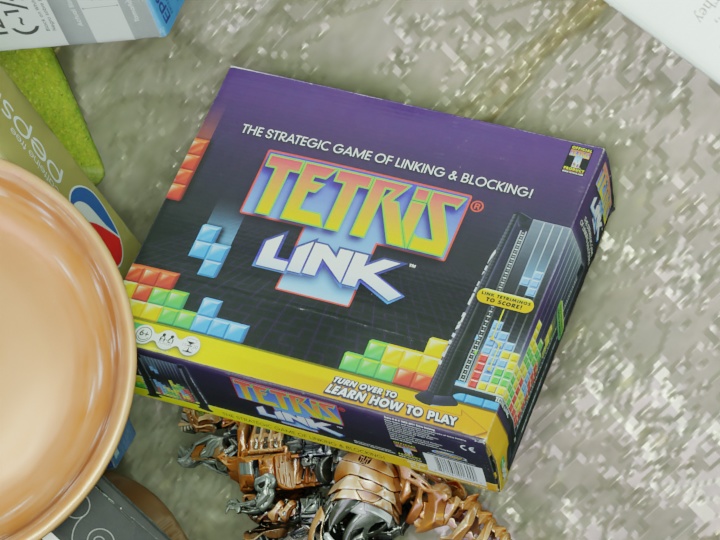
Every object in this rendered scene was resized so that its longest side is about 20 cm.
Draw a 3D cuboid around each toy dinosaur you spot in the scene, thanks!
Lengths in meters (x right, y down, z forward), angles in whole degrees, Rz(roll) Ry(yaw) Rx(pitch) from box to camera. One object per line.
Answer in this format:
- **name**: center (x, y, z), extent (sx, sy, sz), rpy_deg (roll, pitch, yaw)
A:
- **toy dinosaur**: center (-0.007, 0.127, 1.289), extent (0.200, 0.102, 0.136), rpy_deg (21, 98, 40)

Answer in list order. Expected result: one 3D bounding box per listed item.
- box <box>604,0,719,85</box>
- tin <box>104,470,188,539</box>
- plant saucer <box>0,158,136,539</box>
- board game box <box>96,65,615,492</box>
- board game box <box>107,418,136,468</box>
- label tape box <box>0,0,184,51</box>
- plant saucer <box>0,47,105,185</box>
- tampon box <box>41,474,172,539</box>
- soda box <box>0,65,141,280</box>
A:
- **box**: center (0.202, -0.186, 1.025), extent (0.131, 0.199, 0.200), rpy_deg (38, 117, 9)
- **tin**: center (-0.122, 0.202, 1.392), extent (0.112, 0.042, 0.200), rpy_deg (-29, 93, 33)
- **plant saucer**: center (-0.200, 0.043, 1.160), extent (0.200, 0.037, 0.201), rpy_deg (-1, 77, 2)
- **board game box**: center (0.000, 0.000, 1.201), extent (0.200, 0.166, 0.057), rpy_deg (13, 153, 19)
- **board game box**: center (-0.214, 0.020, 1.342), extent (0.135, 0.034, 0.200), rpy_deg (-7, 119, 23)
- **label tape box**: center (-0.195, -0.174, 1.202), extent (0.200, 0.066, 0.143), rpy_deg (-4, 133, 20)
- **plant saucer**: center (-0.261, -0.104, 1.350), extent (0.199, 0.048, 0.200), rpy_deg (-19, 97, 28)
- **tampon box**: center (-0.169, 0.181, 1.250), extent (0.126, 0.200, 0.150), rpy_deg (41, 74, 7)
- **soda box**: center (-0.172, -0.028, 1.233), extent (0.068, 0.064, 0.200), rpy_deg (-26, 118, 18)
